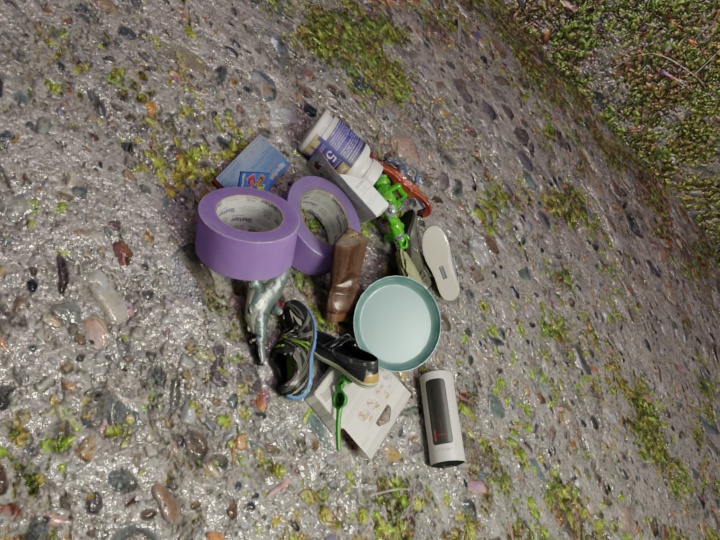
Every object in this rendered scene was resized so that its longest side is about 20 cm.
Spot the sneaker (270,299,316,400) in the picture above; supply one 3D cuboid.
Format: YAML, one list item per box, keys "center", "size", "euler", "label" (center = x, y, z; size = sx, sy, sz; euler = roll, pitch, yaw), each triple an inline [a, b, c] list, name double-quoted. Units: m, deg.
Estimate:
- center: [-0.133, 0.148, 1.205]
  size: [0.082, 0.069, 0.205]
  euler: [31, 50, -46]
  label: "sneaker"

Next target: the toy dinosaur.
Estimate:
- center: [0.110, -0.214, 1.610]
  size: [0.198, 0.106, 0.183]
  euler: [-12, 58, -53]
  label: "toy dinosaur"

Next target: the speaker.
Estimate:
- center: [0.183, 0.335, 1.386]
  size: [0.080, 0.081, 0.205]
  euler: [16, 57, -35]
  label: "speaker"

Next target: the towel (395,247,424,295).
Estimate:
- center: [0.136, 0.056, 1.460]
  size: [0.150, 0.036, 0.203]
  euler: [-95, 161, -54]
  label: "towel"

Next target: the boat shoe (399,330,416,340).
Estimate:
- center: [0.085, 0.105, 1.440]
  size: [0.069, 0.071, 0.203]
  euler: [5, 41, -21]
  label: "boat shoe"

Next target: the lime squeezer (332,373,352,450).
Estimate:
- center: [-0.029, 0.252, 1.219]
  size: [0.072, 0.037, 0.202]
  euler: [67, 33, -32]
  label: "lime squeezer"

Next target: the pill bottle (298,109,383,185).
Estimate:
- center: [-0.044, -0.282, 1.505]
  size: [0.198, 0.119, 0.121]
  euler: [38, 46, -14]
  label: "pill bottle"

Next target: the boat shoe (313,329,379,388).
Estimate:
- center: [-0.037, 0.161, 1.234]
  size: [0.198, 0.064, 0.074]
  euler: [30, 27, 35]
  label: "boat shoe"

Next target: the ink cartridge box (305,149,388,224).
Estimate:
- center: [-0.035, -0.202, 1.444]
  size: [0.047, 0.160, 0.201]
  euler: [-44, 100, -14]
  label: "ink cartridge box"

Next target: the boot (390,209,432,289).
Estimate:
- center: [0.140, -0.047, 1.597]
  size: [0.130, 0.067, 0.204]
  euler: [41, 44, -34]
  label: "boot"

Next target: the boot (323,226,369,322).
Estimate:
- center: [0.000, 0.000, 1.336]
  size: [0.063, 0.206, 0.184]
  euler: [26, 30, 34]
  label: "boot"

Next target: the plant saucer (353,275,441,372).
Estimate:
- center: [0.078, 0.115, 1.333]
  size: [0.194, 0.027, 0.207]
  euler: [2, 82, -11]
  label: "plant saucer"

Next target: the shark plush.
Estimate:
- center: [-0.181, 0.075, 1.187]
  size: [0.081, 0.091, 0.206]
  euler: [6, 64, -6]
  label: "shark plush"

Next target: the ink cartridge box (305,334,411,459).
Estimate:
- center: [-0.001, 0.263, 1.284]
  size: [0.177, 0.044, 0.200]
  euler: [50, 44, -6]
  label: "ink cartridge box"

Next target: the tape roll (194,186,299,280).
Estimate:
- center: [-0.218, -0.075, 1.188]
  size: [0.194, 0.087, 0.202]
  euler: [11, 34, -7]
  label: "tape roll"

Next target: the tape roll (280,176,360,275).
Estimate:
- center: [-0.100, -0.099, 1.368]
  size: [0.196, 0.084, 0.205]
  euler: [21, 54, -32]
  label: "tape roll"

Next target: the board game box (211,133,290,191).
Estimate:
- center: [-0.238, -0.217, 1.368]
  size: [0.103, 0.019, 0.202]
  euler: [43, 44, -13]
  label: "board game box"

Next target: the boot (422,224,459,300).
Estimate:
- center: [0.210, -0.029, 1.600]
  size: [0.091, 0.071, 0.205]
  euler: [-62, 137, -68]
  label: "boot"

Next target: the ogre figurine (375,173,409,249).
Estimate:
- center: [0.074, -0.161, 1.537]
  size: [0.121, 0.095, 0.204]
  euler: [64, 29, -48]
  label: "ogre figurine"
